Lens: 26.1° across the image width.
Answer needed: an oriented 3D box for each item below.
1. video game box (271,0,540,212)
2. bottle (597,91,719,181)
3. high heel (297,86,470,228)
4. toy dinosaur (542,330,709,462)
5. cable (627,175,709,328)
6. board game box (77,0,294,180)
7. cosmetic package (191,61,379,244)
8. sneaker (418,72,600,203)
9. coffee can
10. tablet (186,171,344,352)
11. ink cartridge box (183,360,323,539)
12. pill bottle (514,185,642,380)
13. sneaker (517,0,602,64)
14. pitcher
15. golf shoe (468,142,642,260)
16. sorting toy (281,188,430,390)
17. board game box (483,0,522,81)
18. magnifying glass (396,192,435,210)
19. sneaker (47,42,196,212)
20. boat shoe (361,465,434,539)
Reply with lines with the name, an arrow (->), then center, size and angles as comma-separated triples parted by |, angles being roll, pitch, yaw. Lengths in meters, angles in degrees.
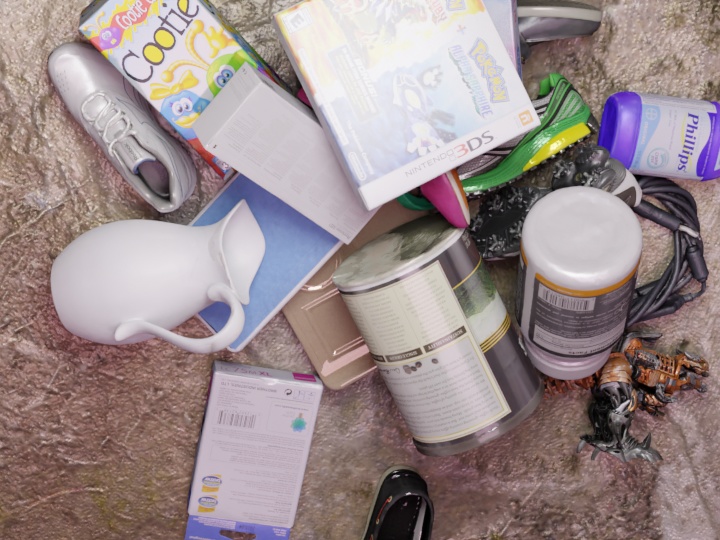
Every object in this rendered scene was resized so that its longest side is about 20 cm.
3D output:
video game box -> 0.042, -0.181, 1.425 | 0.181, 0.047, 0.201 | -27, 93, -6
bottle -> 0.349, -0.135, 1.613 | 0.198, 0.065, 0.084 | 6, 106, -10
high heel -> 0.026, -0.113, 1.483 | 0.096, 0.067, 0.201 | -29, 104, 12
toy dinosaur -> 0.280, 0.134, 1.695 | 0.198, 0.102, 0.137 | -1, 94, 11
cable -> 0.269, -0.017, 1.649 | 0.199, 0.051, 0.164 | -12, 109, -3
board game box -> -0.165, -0.203, 1.500 | 0.105, 0.103, 0.200 | -42, 109, 7
cosmetic package -> -0.059, -0.109, 1.475 | 0.083, 0.051, 0.200 | -48, 130, 9
sneaker -> 0.141, -0.130, 1.582 | 0.199, 0.078, 0.086 | -31, 92, -14
coffee can -> 0.079, 0.063, 1.558 | 0.146, 0.146, 0.201 | -26, 105, 1
tablet -> -0.106, -0.028, 1.586 | 0.130, 0.014, 0.200 | 46, 101, 6
ink cartridge box -> -0.118, 0.202, 1.674 | 0.118, 0.042, 0.201 | 9, 104, -11
pill bottle -> 0.211, 0.018, 1.533 | 0.116, 0.117, 0.200 | -10, 147, -4
sneaker -> 0.143, -0.213, 1.556 | 0.198, 0.075, 0.107 | -4, 106, 4
pitcher -> -0.201, 0.022, 1.522 | 0.199, 0.172, 0.122 | -12, 133, 14
golf shoe -> 0.198, -0.051, 1.591 | 0.094, 0.078, 0.199 | 26, 142, -38
sorting toy -> 0.000, 0.000, 1.629 | 0.184, 0.036, 0.201 | -28, 105, 2
board game box -> 0.051, -0.248, 1.493 | 0.198, 0.041, 0.201 | -3, 107, 15
magnifying glass -> 0.042, -0.158, 1.574 | 0.079, 0.022, 0.201 | -27, 108, -36
sneaker -> -0.230, -0.140, 1.521 | 0.074, 0.087, 0.200 | -39, 108, 8
boat shoe -> 0.035, 0.320, 1.723 | 0.073, 0.063, 0.203 | 6, 109, -13
